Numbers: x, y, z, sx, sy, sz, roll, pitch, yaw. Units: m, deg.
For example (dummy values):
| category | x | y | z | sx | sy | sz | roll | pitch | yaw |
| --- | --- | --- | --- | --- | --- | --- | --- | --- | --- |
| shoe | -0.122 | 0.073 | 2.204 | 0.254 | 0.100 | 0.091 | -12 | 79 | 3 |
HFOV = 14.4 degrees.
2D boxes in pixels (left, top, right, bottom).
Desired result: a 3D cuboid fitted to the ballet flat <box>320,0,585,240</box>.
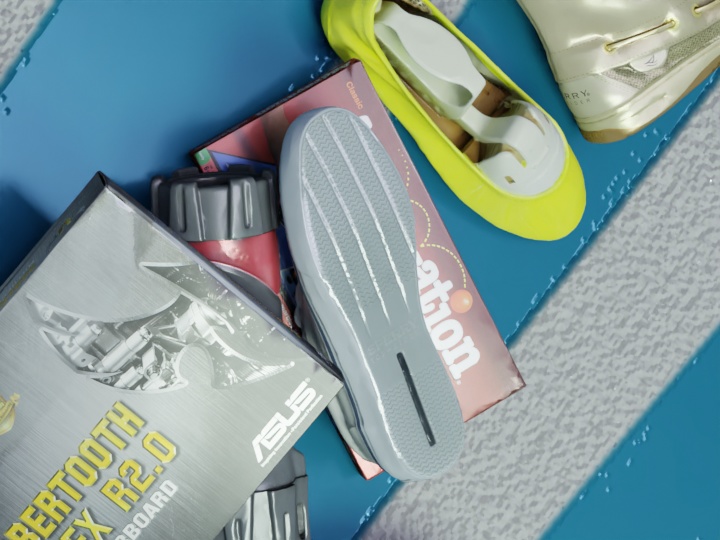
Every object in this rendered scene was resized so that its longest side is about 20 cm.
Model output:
| category | x | y | z | sx | sy | sz | roll | pitch | yaw |
| --- | --- | --- | --- | --- | --- | --- | --- | --- | --- |
| ballet flat | 0.059 | -0.086 | 1.526 | 0.200 | 0.067 | 0.067 | 43 | 71 | -20 |

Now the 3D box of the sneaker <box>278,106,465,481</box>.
| category | x | y | z | sx | sy | sz | roll | pitch | yaw |
| --- | --- | --- | --- | --- | --- | --- | --- | --- | --- |
| sneaker | -0.009 | 0.015 | 1.459 | 0.073 | 0.071 | 0.201 | -23 | 104 | -34 |

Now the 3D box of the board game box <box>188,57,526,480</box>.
| category | x | y | z | sx | sy | sz | roll | pitch | yaw |
| --- | --- | --- | --- | --- | --- | --- | --- | --- | --- |
| board game box | 0.000 | 0.000 | 1.510 | 0.103 | 0.019 | 0.201 | -30 | 103 | -9 |

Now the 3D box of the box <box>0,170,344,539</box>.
| category | x | y | z | sx | sy | sz | roll | pitch | yaw |
| --- | --- | --- | --- | --- | --- | --- | --- | --- | --- |
| box | -0.131 | 0.077 | 1.401 | 0.158 | 0.048 | 0.200 | 40 | 93 | -16 |

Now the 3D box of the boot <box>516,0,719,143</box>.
| category | x | y | z | sx | sy | sz | roll | pitch | yaw |
| --- | --- | --- | --- | --- | --- | --- | --- | --- | --- |
| boot | 0.162 | -0.188 | 1.573 | 0.200 | 0.073 | 0.156 | -40 | 111 | -14 |

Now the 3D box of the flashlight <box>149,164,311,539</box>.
| category | x | y | z | sx | sy | sz | roll | pitch | yaw |
| --- | --- | --- | --- | --- | --- | --- | --- | --- | --- |
| flashlight | -0.069 | 0.049 | 1.460 | 0.068 | 0.067 | 0.201 | -22 | 112 | -64 |
